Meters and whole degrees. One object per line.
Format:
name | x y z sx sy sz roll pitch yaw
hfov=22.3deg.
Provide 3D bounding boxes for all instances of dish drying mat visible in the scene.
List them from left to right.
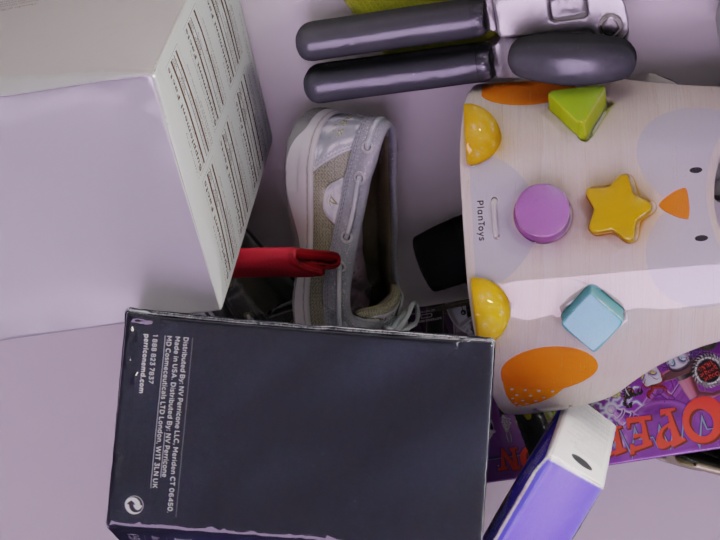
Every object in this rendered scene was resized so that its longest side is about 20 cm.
dish drying mat | -0.117 -0.003 1.104 0.198 0.077 0.018 0 87 21

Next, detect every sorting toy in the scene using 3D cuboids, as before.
sorting toy | 0.152 -0.030 1.031 0.179 0.107 0.202 -6 79 14

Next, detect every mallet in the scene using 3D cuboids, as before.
mallet | 0.085 0.061 1.147 0.065 0.041 0.202 -14 88 11

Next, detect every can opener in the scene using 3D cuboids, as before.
can opener | 0.059 -0.131 1.057 0.198 0.067 0.053 -4 110 14

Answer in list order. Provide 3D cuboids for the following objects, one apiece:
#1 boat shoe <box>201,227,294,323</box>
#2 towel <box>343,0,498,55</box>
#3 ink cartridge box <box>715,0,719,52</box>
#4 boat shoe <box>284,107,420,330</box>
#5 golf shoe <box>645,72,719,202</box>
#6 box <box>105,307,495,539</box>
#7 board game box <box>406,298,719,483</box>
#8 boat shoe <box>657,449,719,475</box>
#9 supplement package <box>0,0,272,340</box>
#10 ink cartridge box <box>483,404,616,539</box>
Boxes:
boat shoe | -0.058 0.033 1.177 0.071 0.072 0.200 -36 109 29
towel | 0.086 -0.186 1.061 0.199 0.018 0.086 -29 113 22
ink cartridge box | 0.246 -0.188 0.965 0.083 0.146 0.201 8 121 3
boat shoe | 0.001 -0.001 1.138 0.064 0.074 0.204 8 114 32
golf shoe | 0.178 -0.068 1.104 0.199 0.078 0.098 -23 95 16
box | -0.033 0.106 1.029 0.197 0.124 0.200 3 166 -1
board game box | 0.135 0.067 1.166 0.198 0.032 0.121 -11 88 12
boat shoe | 0.213 0.098 1.192 0.198 0.063 0.072 14 124 0
supplement package | -0.168 -0.077 1.049 0.190 0.200 0.148 -7 120 11
ink cartridge box | 0.078 0.182 1.045 0.043 0.200 0.199 30 104 7
